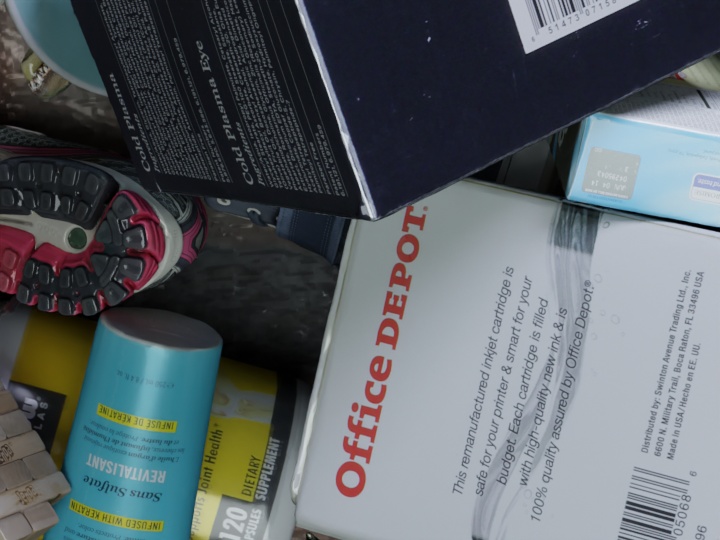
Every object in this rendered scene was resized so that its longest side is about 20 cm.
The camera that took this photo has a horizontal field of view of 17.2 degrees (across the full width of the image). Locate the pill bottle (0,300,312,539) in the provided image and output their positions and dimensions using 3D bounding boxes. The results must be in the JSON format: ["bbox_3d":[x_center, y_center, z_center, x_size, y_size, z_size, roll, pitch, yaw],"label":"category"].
[{"bbox_3d":[-0.127,0.078,1.049,0.200,0.112,0.112,15,114,-7],"label":"pill bottle"}]

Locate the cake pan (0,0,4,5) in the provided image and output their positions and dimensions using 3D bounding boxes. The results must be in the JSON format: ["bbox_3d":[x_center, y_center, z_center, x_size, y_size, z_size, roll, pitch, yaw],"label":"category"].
[{"bbox_3d":[-0.204,-0.184,0.946,0.200,0.037,0.200,6,111,15],"label":"cake pan"}]

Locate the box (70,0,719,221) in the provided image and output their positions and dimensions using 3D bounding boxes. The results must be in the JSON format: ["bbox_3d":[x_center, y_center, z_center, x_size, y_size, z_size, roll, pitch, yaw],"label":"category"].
[{"bbox_3d":[0.022,-0.108,0.875,0.200,0.182,0.104,-27,107,-26],"label":"box"}]

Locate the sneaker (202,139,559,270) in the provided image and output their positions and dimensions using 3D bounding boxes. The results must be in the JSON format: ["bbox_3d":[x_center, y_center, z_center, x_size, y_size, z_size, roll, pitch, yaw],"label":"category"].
[{"bbox_3d":[0.001,-0.001,1.036,0.146,0.077,0.202,17,127,7],"label":"sneaker"}]

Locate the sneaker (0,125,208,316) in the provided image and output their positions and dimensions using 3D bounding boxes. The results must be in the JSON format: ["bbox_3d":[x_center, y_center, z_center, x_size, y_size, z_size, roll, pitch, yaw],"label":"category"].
[{"bbox_3d":[-0.161,-0.025,1.008,0.200,0.075,0.081,16,105,23],"label":"sneaker"}]

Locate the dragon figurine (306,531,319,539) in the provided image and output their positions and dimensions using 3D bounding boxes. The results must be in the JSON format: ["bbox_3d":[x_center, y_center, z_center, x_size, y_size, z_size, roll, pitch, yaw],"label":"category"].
[{"bbox_3d":[0.027,0.109,1.023,0.099,0.059,0.200,15,130,12],"label":"dragon figurine"}]

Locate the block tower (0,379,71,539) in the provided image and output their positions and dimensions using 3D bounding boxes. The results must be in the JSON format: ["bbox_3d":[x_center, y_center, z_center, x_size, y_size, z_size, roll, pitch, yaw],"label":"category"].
[{"bbox_3d":[-0.196,0.033,0.962,0.058,0.054,0.200,-37,80,28],"label":"block tower"}]

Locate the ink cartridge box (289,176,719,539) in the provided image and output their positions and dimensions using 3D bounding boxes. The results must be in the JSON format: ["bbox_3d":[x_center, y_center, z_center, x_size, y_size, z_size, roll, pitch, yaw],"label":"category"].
[{"bbox_3d":[0.090,0.049,0.888,0.200,0.083,0.147,15,93,21],"label":"ink cartridge box"}]

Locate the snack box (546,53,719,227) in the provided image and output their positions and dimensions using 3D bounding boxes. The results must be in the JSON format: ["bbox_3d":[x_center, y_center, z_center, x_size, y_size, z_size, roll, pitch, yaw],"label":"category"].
[{"bbox_3d":[0.131,-0.060,0.933,0.116,0.200,0.037,10,107,-3],"label":"snack box"}]

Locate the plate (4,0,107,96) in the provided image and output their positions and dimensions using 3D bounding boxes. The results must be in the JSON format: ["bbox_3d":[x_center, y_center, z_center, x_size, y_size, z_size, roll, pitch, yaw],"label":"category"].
[{"bbox_3d":[-0.061,-0.158,0.937,0.200,0.026,0.200,-26,138,-26],"label":"plate"}]

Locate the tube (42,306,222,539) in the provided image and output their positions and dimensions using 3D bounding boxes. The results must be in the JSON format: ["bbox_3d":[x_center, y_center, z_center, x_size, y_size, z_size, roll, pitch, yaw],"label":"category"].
[{"bbox_3d":[-0.101,0.116,0.982,0.077,0.050,0.200,14,105,7],"label":"tube"}]

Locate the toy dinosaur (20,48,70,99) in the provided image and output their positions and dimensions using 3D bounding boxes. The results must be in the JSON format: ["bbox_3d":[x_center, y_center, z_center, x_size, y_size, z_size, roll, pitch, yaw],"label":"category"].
[{"bbox_3d":[-0.099,-0.170,0.976,0.088,0.047,0.200,31,107,-17],"label":"toy dinosaur"}]
